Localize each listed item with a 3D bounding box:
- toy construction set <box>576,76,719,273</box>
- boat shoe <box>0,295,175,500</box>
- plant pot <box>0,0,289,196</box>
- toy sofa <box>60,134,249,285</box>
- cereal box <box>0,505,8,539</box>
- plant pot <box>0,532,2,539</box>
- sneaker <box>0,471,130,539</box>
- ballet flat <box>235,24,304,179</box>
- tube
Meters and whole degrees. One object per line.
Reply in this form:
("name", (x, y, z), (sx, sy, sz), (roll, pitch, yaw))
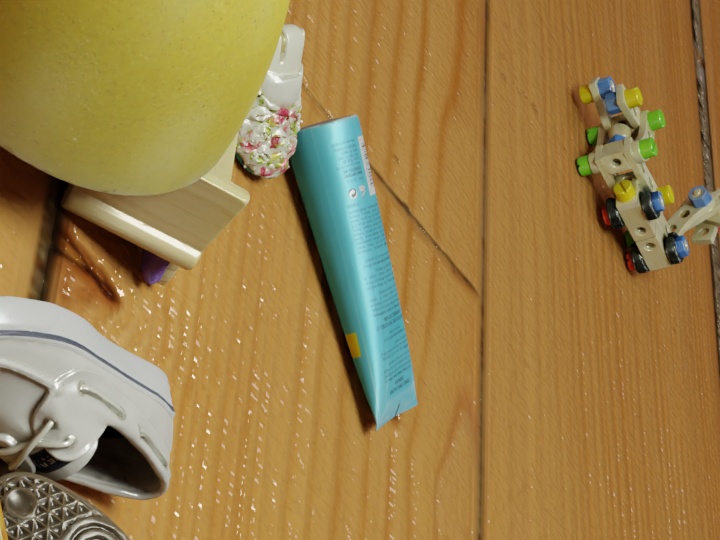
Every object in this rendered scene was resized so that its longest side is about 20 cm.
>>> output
("toy construction set", (0.267, -0.078, 1.946), (0.200, 0.092, 0.131), (41, 37, -30))
("boat shoe", (-0.149, 0.067, 0.992), (0.200, 0.072, 0.066), (40, 33, -62))
("plant pot", (-0.111, -0.159, 1.050), (0.200, 0.142, 0.201), (23, 45, -26))
("toy sofa", (-0.111, -0.095, 1.186), (0.083, 0.098, 0.200), (29, 43, -22))
("cereal box", (-0.179, 0.173, 0.817), (0.200, 0.039, 0.144), (-79, 170, -48))
("plant pot", (-0.246, 0.104, 0.639), (0.193, 0.200, 0.201), (37, 40, -34))
("sneaker", (-0.118, 0.184, 0.985), (0.200, 0.076, 0.070), (48, 53, -2))
("ballet flat", (-0.071, -0.159, 1.312), (0.076, 0.064, 0.201), (-15, 87, -55))
("tube", (0.000, 0.000, 1.377), (0.077, 0.050, 0.201), (-23, 99, -61))
